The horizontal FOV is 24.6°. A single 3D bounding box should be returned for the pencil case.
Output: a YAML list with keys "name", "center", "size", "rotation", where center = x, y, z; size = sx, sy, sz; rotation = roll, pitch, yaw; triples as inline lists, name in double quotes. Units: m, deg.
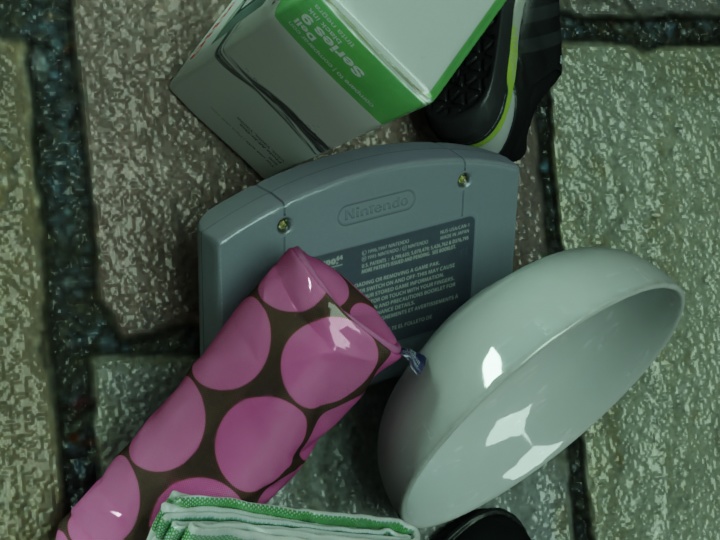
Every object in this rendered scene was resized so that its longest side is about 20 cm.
- name: "pencil case"
  center: [-0.064, 0.088, 0.838]
  size: [0.091, 0.094, 0.200]
  rotation: [43, 92, 4]

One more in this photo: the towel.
- name: "towel"
  center: [-0.063, 0.208, 0.827]
  size: [0.148, 0.031, 0.201]
  rotation: [12, 110, -30]

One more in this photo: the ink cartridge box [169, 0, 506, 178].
- name: "ink cartridge box"
  center: [-0.002, -0.142, 0.867]
  size: [0.084, 0.200, 0.146]
  rotation: [41, 66, -16]

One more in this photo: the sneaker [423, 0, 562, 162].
- name: "sneaker"
  center: [0.089, -0.152, 1.009]
  size: [0.083, 0.071, 0.202]
  rotation: [34, 68, -48]

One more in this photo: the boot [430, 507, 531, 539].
- name: "boot"
  center: [0.068, 0.214, 0.885]
  size: [0.074, 0.162, 0.198]
  rotation: [50, 64, -17]

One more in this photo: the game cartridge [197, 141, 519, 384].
- name: "game cartridge"
  center: [0.000, 0.000, 0.913]
  size: [0.199, 0.041, 0.134]
  rotation: [-15, 116, -31]

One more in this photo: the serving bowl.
- name: "serving bowl"
  center: [0.084, 0.054, 0.916]
  size: [0.199, 0.201, 0.066]
  rotation: [-26, 63, -30]
